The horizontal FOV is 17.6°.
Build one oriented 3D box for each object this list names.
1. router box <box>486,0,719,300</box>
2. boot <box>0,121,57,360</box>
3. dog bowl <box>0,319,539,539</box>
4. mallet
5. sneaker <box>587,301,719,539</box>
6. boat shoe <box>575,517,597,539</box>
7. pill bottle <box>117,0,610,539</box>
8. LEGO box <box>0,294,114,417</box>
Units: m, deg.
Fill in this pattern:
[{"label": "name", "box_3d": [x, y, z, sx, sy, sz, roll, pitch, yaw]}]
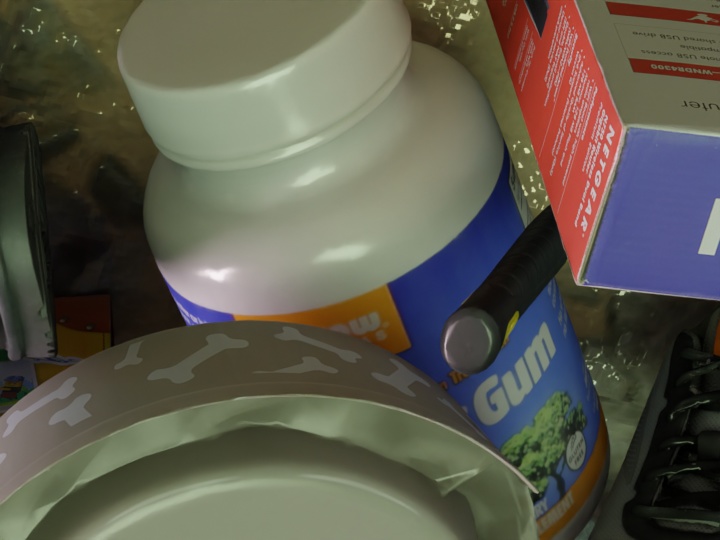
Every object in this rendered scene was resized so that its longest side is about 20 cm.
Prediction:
[{"label": "router box", "box_3d": [0.143, -0.056, 0.652, 0.199, 0.180, 0.049, 6, 124, -11]}, {"label": "boot", "box_3d": [-0.189, 0.004, 0.668, 0.199, 0.165, 0.066, -5, 85, -8]}, {"label": "dog bowl", "box_3d": [-0.037, 0.102, 0.669, 0.200, 0.059, 0.200, -7, 124, -10]}, {"label": "mallet", "box_3d": [0.061, -0.012, 0.675, 0.041, 0.200, 0.066, 28, 127, 10]}, {"label": "sneaker", "box_3d": [0.111, 0.060, 0.735, 0.074, 0.200, 0.080, 5, 119, 22]}, {"label": "boat shoe", "box_3d": [0.032, 0.114, 0.818, 0.200, 0.072, 0.062, 23, 140, 5]}, {"label": "pill bottle", "box_3d": [0.000, 0.000, 0.716, 0.112, 0.112, 0.200, -19, 126, 7]}, {"label": "LEGO box", "box_3d": [-0.179, 0.093, 0.781, 0.199, 0.077, 0.149, -3, 125, -5]}]
